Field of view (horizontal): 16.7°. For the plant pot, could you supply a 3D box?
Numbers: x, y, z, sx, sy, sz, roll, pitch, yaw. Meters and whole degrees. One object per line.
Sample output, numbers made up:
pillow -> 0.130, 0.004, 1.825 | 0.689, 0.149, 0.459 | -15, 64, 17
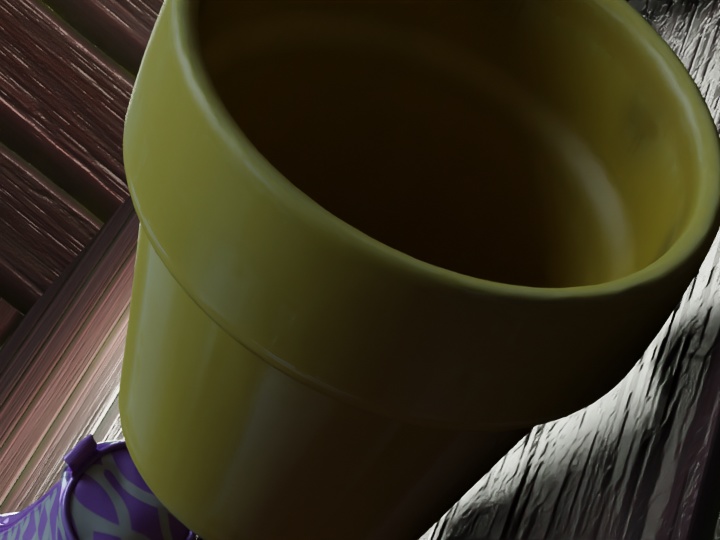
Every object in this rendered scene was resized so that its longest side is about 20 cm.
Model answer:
plant pot -> 0.000, 0.000, 0.860 | 0.189, 0.200, 0.201 | -62, -1, 40

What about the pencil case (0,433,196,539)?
pencil case -> -0.159, 0.152, 1.354 | 0.084, 0.085, 0.200 | -54, 8, -32
